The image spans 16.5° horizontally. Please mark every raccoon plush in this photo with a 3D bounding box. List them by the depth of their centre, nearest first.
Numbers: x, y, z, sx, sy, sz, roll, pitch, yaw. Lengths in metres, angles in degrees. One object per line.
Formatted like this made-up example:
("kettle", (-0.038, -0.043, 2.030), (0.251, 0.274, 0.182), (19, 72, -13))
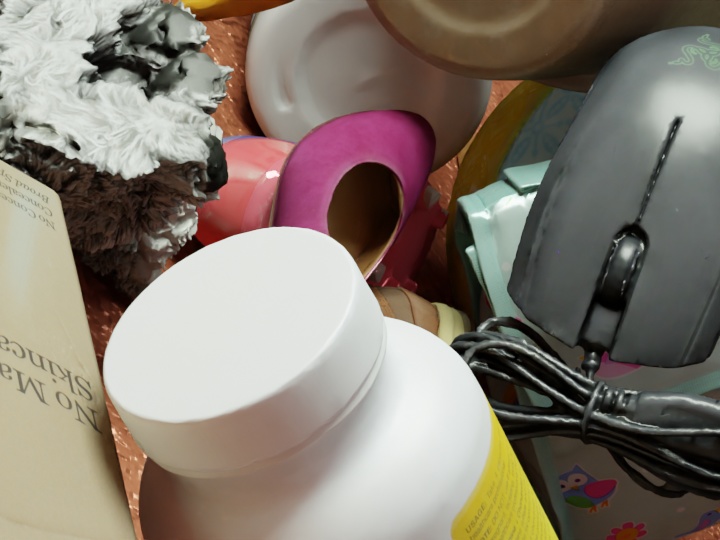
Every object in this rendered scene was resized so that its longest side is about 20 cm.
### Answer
("raccoon plush", (-0.137, -0.039, 0.911), (0.200, 0.134, 0.097), (-3, 62, -23))

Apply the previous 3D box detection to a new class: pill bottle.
("pill bottle", (0.000, 0.086, 0.766), (0.112, 0.112, 0.200), (-103, 168, -53))
("pill bottle", (0.006, -0.135, 1.259), (0.120, 0.120, 0.200), (40, 22, -18))

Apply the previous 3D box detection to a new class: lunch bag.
("lunch bag", (0.134, 0.017, 1.059), (0.200, 0.170, 0.122), (75, -5, -46))

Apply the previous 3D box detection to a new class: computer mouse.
("computer mouse", (0.116, -0.019, 0.942), (0.138, 0.200, 0.053), (14, -27, 12))

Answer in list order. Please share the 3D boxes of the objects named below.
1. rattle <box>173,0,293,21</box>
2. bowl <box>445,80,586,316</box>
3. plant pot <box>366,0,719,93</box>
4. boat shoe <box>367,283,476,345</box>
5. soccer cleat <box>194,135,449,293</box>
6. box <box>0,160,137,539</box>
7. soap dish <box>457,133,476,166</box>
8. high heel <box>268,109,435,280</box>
("rattle", (-0.126, -0.162, 1.018), (0.200, 0.143, 0.130), (55, 15, 25))
("bowl", (0.114, -0.022, 1.230), (0.200, 0.200, 0.108), (34, -8, -31))
("plant pot", (0.080, -0.153, 1.035), (0.200, 0.200, 0.175), (47, 31, 1))
("boat shoe", (0.002, 0.068, 0.962), (0.068, 0.072, 0.200), (25, 27, -10))
("soccer cleat", (-0.023, -0.028, 1.095), (0.076, 0.067, 0.200), (25, 6, 22))
("box", (-0.130, 0.045, 0.723), (0.095, 0.078, 0.200), (30, 26, -37))
("soap dish", (0.162, -0.055, 1.330), (0.157, 0.200, 0.081), (45, 38, -6))
("high heel", (0.000, 0.000, 0.953), (0.200, 0.096, 0.067), (-48, 135, -40))
